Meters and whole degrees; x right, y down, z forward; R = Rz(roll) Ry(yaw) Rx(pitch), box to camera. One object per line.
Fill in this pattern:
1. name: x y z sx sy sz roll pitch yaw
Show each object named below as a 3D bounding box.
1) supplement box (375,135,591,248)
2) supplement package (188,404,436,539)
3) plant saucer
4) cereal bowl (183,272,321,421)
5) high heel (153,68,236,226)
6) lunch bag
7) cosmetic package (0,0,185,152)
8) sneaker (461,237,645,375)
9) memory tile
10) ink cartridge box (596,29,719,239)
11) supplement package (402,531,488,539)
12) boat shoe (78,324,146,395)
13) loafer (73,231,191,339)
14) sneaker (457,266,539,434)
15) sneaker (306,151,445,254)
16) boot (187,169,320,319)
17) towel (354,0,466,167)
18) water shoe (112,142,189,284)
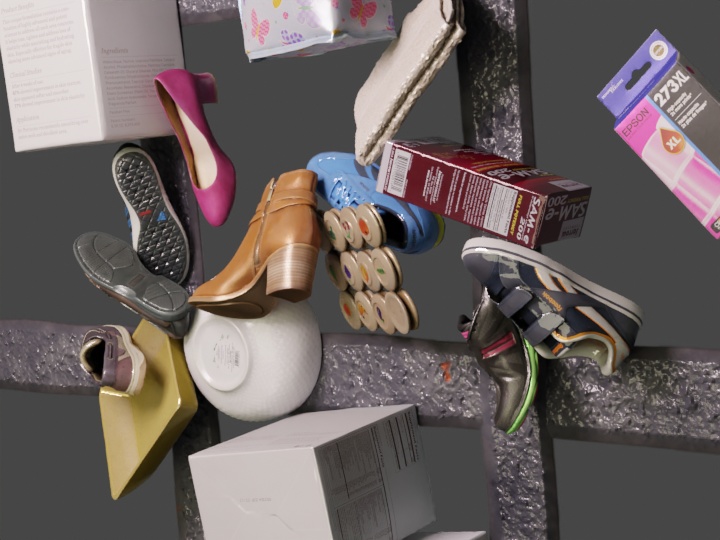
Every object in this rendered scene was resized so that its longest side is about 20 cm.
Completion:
1. supplement box: 0.129 -0.086 1.359 0.200 0.109 0.061 23 110 30
2. supplement package: -0.052 0.254 1.493 0.191 0.200 0.147 -10 93 37
3. plant saucer: -0.275 0.171 1.695 0.200 0.048 0.200 -54 36 30
4. cereal bowl: -0.150 0.096 1.610 0.200 0.083 0.200 6 101 36
5. high heel: -0.211 -0.151 1.601 0.067 0.096 0.200 3 100 35
6. lunch bag: -0.066 -0.328 1.446 0.200 0.127 0.170 -3 98 46
7. cosmetic package: -0.337 -0.261 1.632 0.167 0.166 0.200 -1 98 36
8. sneaker: 0.188 0.037 1.303 0.200 0.078 0.079 25 70 0
9. memory tile: 0.000 0.000 1.453 0.200 0.017 0.153 -3 110 68
10. ink cartridge box: 0.321 -0.134 1.259 0.200 0.037 0.095 52 123 20
11. supplement package: 0.033 0.375 1.479 0.200 0.156 0.111 -10 92 37
12. boat shoe: -0.344 0.114 1.723 0.200 0.065 0.072 31 103 59
13. loafer: -0.295 0.023 1.641 0.200 0.072 0.063 33 142 29
14. sneaker: 0.147 0.076 1.383 0.084 0.077 0.200 -4 86 0
15. sneaker: 0.003 -0.081 1.472 0.200 0.078 0.066 34 118 28
16. boot: -0.120 -0.029 1.522 0.200 0.074 0.155 -14 63 37
17. towel: 0.048 -0.218 1.391 0.034 0.133 0.200 26 120 -16
18. water shoe: -0.272 -0.073 1.686 0.071 0.079 0.200 -14 112 -5
